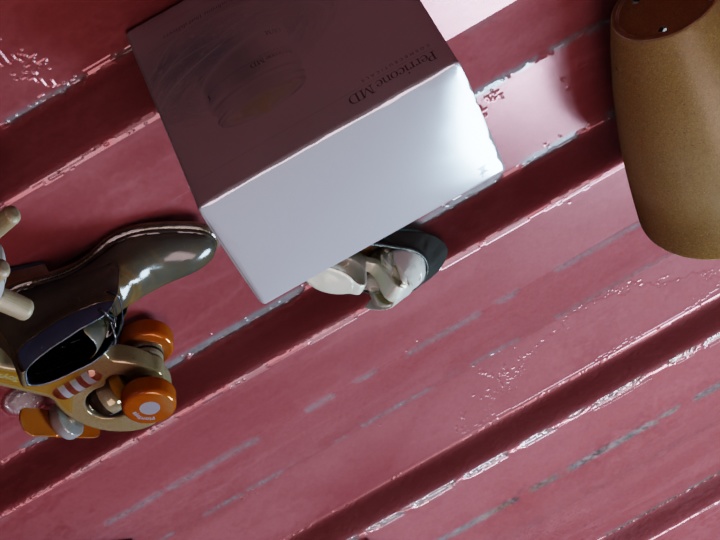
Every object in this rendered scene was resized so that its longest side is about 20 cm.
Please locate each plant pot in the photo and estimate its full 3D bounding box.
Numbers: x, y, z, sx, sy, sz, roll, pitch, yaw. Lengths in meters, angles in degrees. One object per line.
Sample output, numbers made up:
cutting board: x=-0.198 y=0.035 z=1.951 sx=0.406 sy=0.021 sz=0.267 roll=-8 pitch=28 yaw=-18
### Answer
plant pot: x=0.285 y=-0.145 z=1.365 sx=0.185 sy=0.187 sz=0.201 roll=-30 pitch=127 yaw=4

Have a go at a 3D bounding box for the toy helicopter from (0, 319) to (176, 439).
toy helicopter: x=-0.258 y=0.097 z=1.405 sx=0.198 sy=0.079 sz=0.133 roll=14 pitch=135 yaw=-25

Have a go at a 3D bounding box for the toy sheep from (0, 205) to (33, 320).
toy sheep: x=-0.320 y=-0.011 z=1.195 sx=0.199 sy=0.138 sz=0.138 roll=33 pitch=114 yaw=-28

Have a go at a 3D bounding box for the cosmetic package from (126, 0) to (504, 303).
cosmetic package: x=-0.035 y=-0.121 z=1.178 sx=0.198 sy=0.201 sz=0.123 roll=-29 pitch=140 yaw=2

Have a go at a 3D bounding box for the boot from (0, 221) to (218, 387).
boot: x=-0.198 y=0.030 z=1.328 sx=0.198 sy=0.097 sz=0.075 roll=-19 pitch=140 yaw=-9

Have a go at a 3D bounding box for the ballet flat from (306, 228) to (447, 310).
ballet flat: x=0.000 y=0.000 z=1.428 sx=0.198 sy=0.069 sz=0.068 roll=6 pitch=130 yaw=-33
